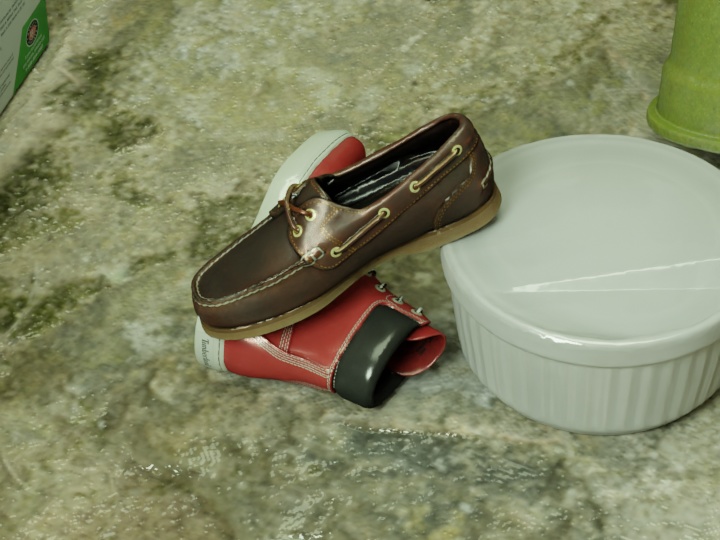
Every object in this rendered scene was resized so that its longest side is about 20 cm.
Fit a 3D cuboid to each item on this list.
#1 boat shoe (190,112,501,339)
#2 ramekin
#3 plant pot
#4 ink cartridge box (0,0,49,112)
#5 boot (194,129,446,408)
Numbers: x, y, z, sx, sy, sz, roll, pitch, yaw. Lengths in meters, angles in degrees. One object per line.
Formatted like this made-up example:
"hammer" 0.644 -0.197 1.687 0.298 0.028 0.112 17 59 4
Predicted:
"boat shoe" -0.015 -0.031 1.476 0.199 0.071 0.071 -28 43 -3
"ramekin" 0.146 0.013 1.517 0.201 0.095 0.203 0 39 0
"plant pot" 0.287 -0.190 1.642 0.199 0.185 0.201 -3 20 1
"ink cartridge box" -0.283 -0.206 1.700 0.083 0.201 0.147 11 41 14
"boot" 0.000 0.000 1.557 0.143 0.073 0.201 14 50 16
